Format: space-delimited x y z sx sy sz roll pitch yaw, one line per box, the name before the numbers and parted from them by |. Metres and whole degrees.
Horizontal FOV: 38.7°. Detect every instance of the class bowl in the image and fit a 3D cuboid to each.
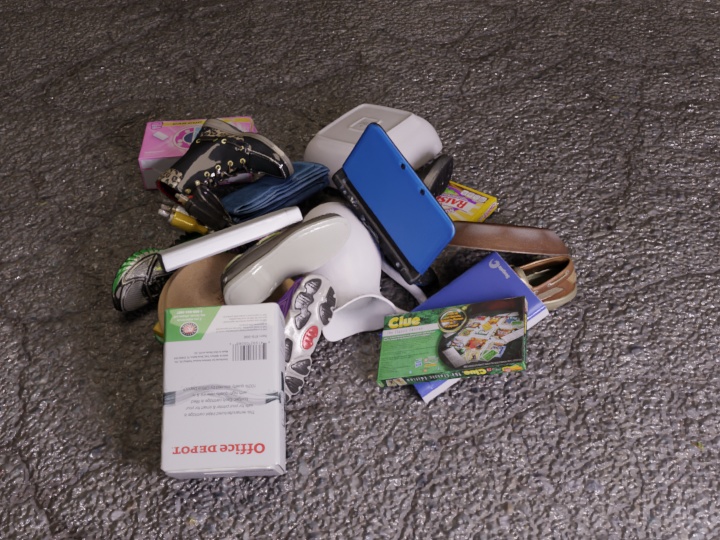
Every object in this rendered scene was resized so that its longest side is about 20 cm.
bowl | 0.015 -0.215 1.732 0.199 0.075 0.199 21 46 42

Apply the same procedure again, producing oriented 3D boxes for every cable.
cable | -0.208 -0.059 1.558 0.199 0.050 0.097 36 32 -4

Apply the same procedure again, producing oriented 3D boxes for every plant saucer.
plant saucer | 0.203 -0.049 1.479 0.198 0.037 0.200 5 3 0

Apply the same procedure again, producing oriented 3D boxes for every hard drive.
hard drive | 0.135 0.072 1.374 0.199 0.025 0.132 -36 44 -1
hard drive | -0.187 -0.046 1.446 0.198 0.027 0.132 -21 7 -13

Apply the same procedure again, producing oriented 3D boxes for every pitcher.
pitcher | 0.000 0.000 1.480 0.170 0.122 0.201 2 46 -25

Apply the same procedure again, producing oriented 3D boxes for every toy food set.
toy food set | -0.189 0.053 1.447 0.196 0.049 0.201 27 55 12

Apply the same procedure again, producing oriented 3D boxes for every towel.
towel | -0.152 -0.124 1.666 0.199 0.049 0.111 -34 29 -30

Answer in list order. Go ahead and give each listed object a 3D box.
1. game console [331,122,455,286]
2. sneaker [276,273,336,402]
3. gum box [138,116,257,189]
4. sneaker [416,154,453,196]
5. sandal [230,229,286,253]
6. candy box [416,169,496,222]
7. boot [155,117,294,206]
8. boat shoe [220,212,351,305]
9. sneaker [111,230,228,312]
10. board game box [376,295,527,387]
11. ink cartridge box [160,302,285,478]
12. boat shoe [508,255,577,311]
game console | 0.064 -0.090 1.456 0.118 0.170 0.201 -40 74 16
sneaker | -0.101 0.096 1.370 0.201 0.080 0.083 -59 24 -15
gum box | -0.276 -0.207 1.781 0.197 0.067 0.114 -3 41 1
sneaker | 0.065 -0.124 1.616 0.103 0.060 0.201 18 54 21
sandal | -0.103 -0.051 1.586 0.200 0.050 0.083 -11 40 -5
candy box | 0.112 -0.115 1.663 0.199 0.027 0.102 23 51 30
boot | -0.219 -0.154 1.643 0.202 0.074 0.154 25 63 31
boat shoe | -0.106 -0.023 1.408 0.201 0.072 0.060 -33 39 1
sneaker | -0.279 0.004 1.518 0.199 0.079 0.085 -32 47 -30
board game box | 0.119 0.093 1.331 0.198 0.024 0.106 -9 52 23
ink cartridge box | -0.165 0.150 1.256 0.145 0.083 0.203 -2 71 3
boat shoe | 0.214 0.026 1.442 0.198 0.074 0.076 -18 41 -16
